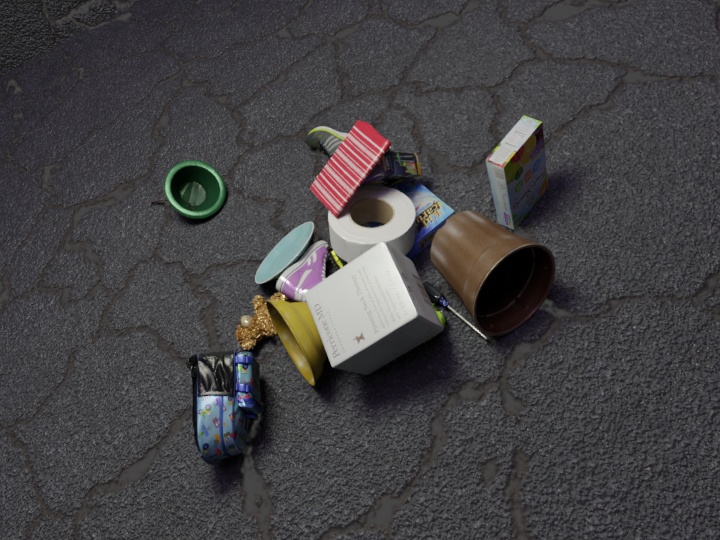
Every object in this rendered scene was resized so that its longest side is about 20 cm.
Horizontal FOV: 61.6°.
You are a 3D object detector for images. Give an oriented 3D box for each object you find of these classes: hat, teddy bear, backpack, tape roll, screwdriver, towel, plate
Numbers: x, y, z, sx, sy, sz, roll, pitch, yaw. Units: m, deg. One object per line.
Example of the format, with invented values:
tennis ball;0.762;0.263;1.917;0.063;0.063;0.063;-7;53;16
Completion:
hat;-0.491;-0.214;1.768;0.199;0.176;0.167;40;69;-1
teddy bear;-0.205;0.100;1.393;0.196;0.067;0.147;-20;49;6
backpack;-0.270;0.280;1.222;0.131;0.183;0.205;-5;66;-3
tape roll;0.026;-0.101;1.350;0.197;0.072;0.205;-1;45;1
screwdriver;0.194;0.082;1.266;0.028;0.029;0.199;-40;46;-10
towel;-0.024;-0.230;1.346;0.201;0.022;0.145;-52;42;9
plate;-0.178;-0.038;1.466;0.199;0.026;0.201;-37;22;18

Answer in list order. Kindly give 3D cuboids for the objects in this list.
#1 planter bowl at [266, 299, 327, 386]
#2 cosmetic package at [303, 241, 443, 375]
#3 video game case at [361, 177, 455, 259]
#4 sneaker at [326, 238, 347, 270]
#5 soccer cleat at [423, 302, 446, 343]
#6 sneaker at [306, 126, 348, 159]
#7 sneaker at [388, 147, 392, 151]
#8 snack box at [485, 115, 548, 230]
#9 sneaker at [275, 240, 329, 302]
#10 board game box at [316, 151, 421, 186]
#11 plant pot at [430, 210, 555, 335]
planter bowl;-0.113;0.131;1.259;0.082;0.203;0.201;-28;49;-18
cosmetic package;0.029;0.082;1.200;0.198;0.166;0.170;-32;65;15
video game case;0.100;-0.116;1.442;0.199;0.046;0.181;-38;52;-8
sneaker;0.000;0.000;1.377;0.084;0.079;0.203;-8;58;-33
soccer cleat;0.103;0.068;1.296;0.081;0.068;0.201;-39;53;-1
sneaker;-0.076;-0.337;1.657;0.197;0.074;0.082;17;66;32
sneaker;0.054;-0.295;1.504;0.070;0.200;0.074;1;89;3
snack box;0.344;-0.207;1.308;0.053;0.201;0.142;31;70;36
sneaker;-0.097;0.014;1.402;0.112;0.074;0.201;26;45;15
board game box;0.020;-0.226;1.442;0.197;0.164;0.058;-14;89;39
plant pot;0.251;-0.012;1.219;0.198;0.202;0.199;-35;44;-6
